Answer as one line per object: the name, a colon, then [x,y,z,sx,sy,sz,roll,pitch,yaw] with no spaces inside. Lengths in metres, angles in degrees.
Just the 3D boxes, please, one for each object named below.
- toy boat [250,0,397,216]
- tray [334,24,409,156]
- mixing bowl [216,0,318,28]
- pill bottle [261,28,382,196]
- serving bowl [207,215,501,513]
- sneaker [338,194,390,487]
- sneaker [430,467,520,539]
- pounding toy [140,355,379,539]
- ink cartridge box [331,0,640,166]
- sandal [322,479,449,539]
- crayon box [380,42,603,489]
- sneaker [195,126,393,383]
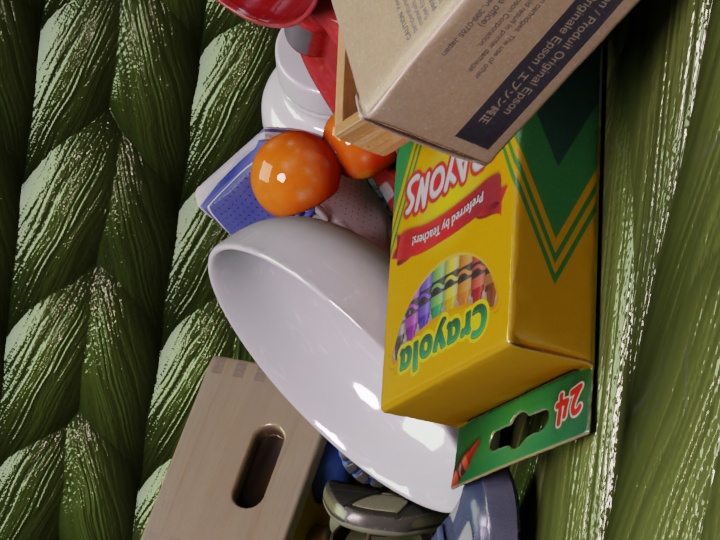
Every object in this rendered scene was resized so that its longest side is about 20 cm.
toy boat: [-0.002,-0.071,1.139,0.200,0.130,0.131,59,169,9]
tray: [0.063,-0.138,0.933,0.200,0.037,0.099,-29,50,46]
mixing bowl: [-0.047,-0.244,1.072,0.200,0.108,0.200,43,154,26]
pill bottle: [-0.011,-0.091,1.367,0.200,0.111,0.111,86,-175,-55]
serving bowl: [0.007,0.041,1.100,0.066,0.200,0.200,-44,-7,-20]
sneaker: [0.013,0.043,1.349,0.085,0.077,0.201,-144,62,-86]
sneaker: [0.031,0.185,1.022,0.070,0.082,0.201,-95,15,-61]
pounding toy: [-0.052,0.201,1.403,0.184,0.142,0.200,70,-146,-55]
ink cartridge box: [0.056,-0.174,0.862,0.165,0.075,0.200,-48,39,32]
sandal: [0.015,0.167,1.212,0.201,0.080,0.058,87,-167,-77]
crayon box: [0.063,-0.006,0.962,0.127,0.051,0.201,-34,47,56]
sneaker: [0.000,0.000,1.205,0.081,0.199,0.115,-43,37,18]
